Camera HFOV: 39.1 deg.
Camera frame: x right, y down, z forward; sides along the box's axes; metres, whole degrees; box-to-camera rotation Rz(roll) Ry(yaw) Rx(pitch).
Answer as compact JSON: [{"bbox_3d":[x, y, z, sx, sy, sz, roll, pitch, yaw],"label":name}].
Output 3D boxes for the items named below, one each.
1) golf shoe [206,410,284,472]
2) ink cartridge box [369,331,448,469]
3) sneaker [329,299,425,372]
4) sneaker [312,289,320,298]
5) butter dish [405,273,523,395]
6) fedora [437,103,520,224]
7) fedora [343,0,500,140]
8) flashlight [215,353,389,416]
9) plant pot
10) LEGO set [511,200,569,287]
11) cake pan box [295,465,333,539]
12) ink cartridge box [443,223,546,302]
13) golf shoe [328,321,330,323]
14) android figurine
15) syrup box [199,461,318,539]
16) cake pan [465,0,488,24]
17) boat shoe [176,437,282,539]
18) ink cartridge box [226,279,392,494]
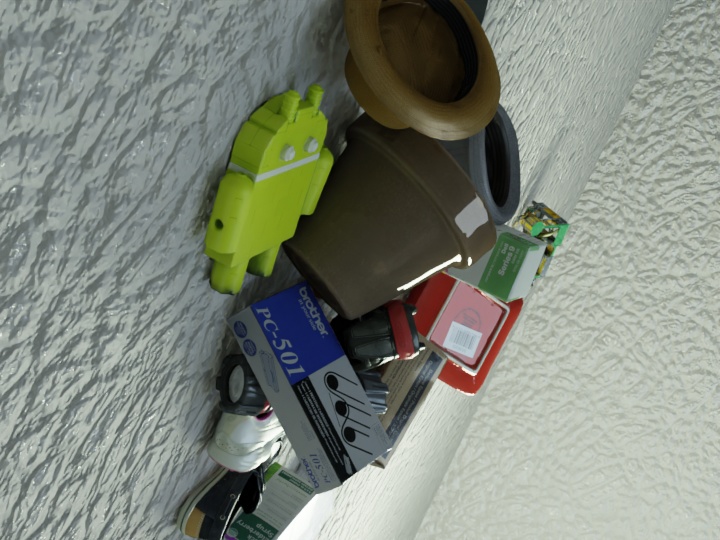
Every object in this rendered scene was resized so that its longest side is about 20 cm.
[{"bbox_3d":[-0.099,0.152,1.180,0.200,0.075,0.092,-42,151,-54],"label":"golf shoe"},{"bbox_3d":[-0.001,0.154,1.297,0.165,0.075,0.200,-59,-156,-17],"label":"ink cartridge box"},{"bbox_3d":[0.006,0.072,1.146,0.200,0.097,0.071,170,-93,-82],"label":"sneaker"},{"bbox_3d":[0.000,0.000,1.255,0.092,0.075,0.200,-68,165,2],"label":"sneaker"},{"bbox_3d":[0.141,0.077,1.711,0.200,0.148,0.200,33,82,-32],"label":"butter dish"},{"bbox_3d":[0.155,-0.150,1.413,0.200,0.090,0.178,-7,94,-67],"label":"fedora"},{"bbox_3d":[0.044,-0.199,0.967,0.082,0.201,0.201,-32,-169,45],"label":"fedora"},{"bbox_3d":[-0.058,0.132,1.111,0.199,0.068,0.068,12,74,-36],"label":"flashlight"},{"bbox_3d":[0.016,-0.046,1.067,0.174,0.200,0.200,-41,159,-10],"label":"plant pot"},{"bbox_3d":[0.375,-0.072,2.320,0.153,0.116,0.201,-13,131,-31],"label":"LEGO set"},{"bbox_3d":[-0.106,0.402,1.594,0.200,0.052,0.184,-54,164,-28],"label":"cake pan box"},{"bbox_3d":[0.145,-0.037,1.418,0.088,0.199,0.145,-69,162,10],"label":"ink cartridge box"},{"bbox_3d":[-0.054,0.080,1.181,0.077,0.088,0.200,-61,163,0],"label":"golf shoe"},{"bbox_3d":[-0.082,-0.077,0.932,0.182,0.041,0.201,-30,146,-62],"label":"android figurine"},{"bbox_3d":[-0.141,0.353,1.351,0.200,0.079,0.082,-40,152,-54],"label":"syrup box"},{"bbox_3d":[0.096,-0.277,1.176,0.201,0.037,0.201,-55,162,-28],"label":"cake pan"},{"bbox_3d":[-0.144,0.261,1.231,0.200,0.062,0.075,-42,152,-55],"label":"boat shoe"},{"bbox_3d":[-0.051,0.118,1.048,0.044,0.201,0.094,-30,177,40],"label":"ink cartridge box"}]
